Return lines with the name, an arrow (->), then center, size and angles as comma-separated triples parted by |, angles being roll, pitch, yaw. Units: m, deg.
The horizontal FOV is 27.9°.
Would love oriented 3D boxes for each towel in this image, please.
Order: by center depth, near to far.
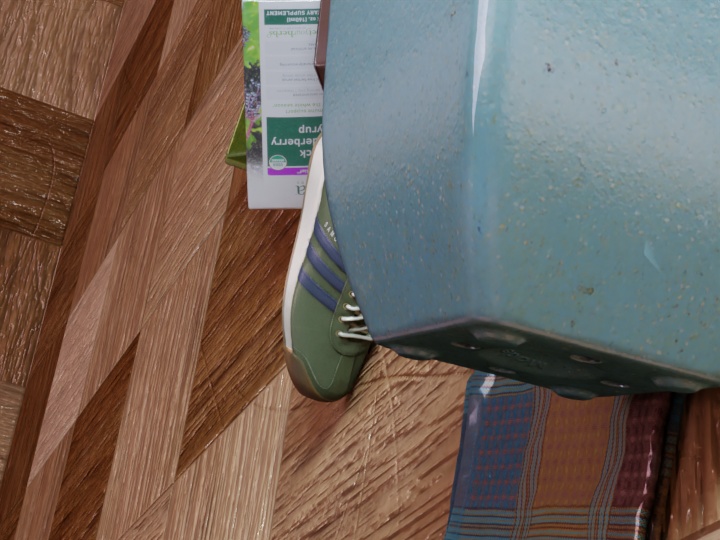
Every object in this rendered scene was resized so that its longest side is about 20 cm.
towel -> 0.092, 0.105, 0.717 | 0.200, 0.022, 0.148 | 154, 131, -66

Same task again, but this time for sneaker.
sneaker -> 0.000, 0.000, 1.017 | 0.089, 0.067, 0.202 | 13, 98, 49

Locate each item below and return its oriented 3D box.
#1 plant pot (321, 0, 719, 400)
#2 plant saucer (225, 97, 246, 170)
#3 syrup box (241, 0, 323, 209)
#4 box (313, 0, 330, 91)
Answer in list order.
plant pot -> 0.090, -0.055, 0.612 | 0.196, 0.195, 0.202 | 164, 120, -68
plant saucer -> -0.064, -0.188, 1.430 | 0.200, 0.048, 0.201 | -154, 83, -73
syrup box -> -0.057, -0.153, 1.208 | 0.082, 0.078, 0.201 | -95, 5, -54
box -> 0.015, -0.195, 1.093 | 0.100, 0.074, 0.201 | 69, -159, -51
